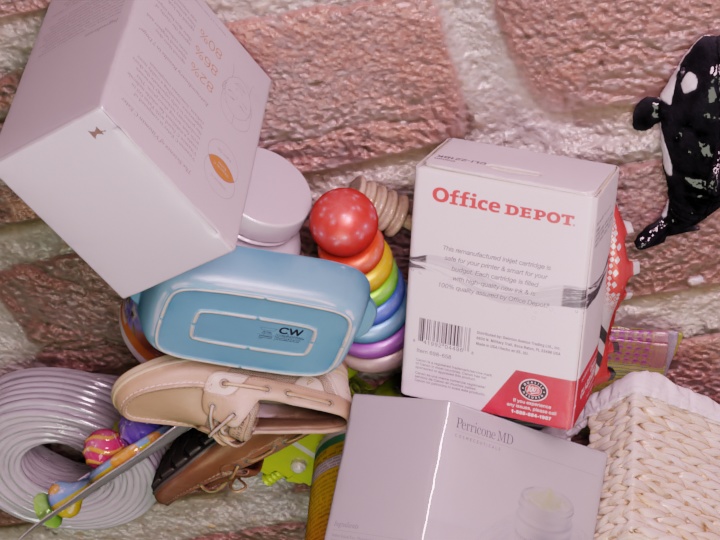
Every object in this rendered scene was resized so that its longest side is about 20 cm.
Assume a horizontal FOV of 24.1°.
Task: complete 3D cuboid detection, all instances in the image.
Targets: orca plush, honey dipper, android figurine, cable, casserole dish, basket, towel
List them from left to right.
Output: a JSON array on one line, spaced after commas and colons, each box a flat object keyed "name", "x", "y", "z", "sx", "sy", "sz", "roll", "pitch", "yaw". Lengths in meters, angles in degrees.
[{"name": "cable", "x": -0.279, "y": 0.175, "z": 1.617, "sx": 0.200, "sy": 0.069, "sz": 0.200, "roll": 11, "pitch": 135, "yaw": -3}, {"name": "casserole dish", "x": -0.084, "y": 0.036, "z": 1.325, "sx": 0.200, "sy": 0.039, "sz": 0.121, "roll": 9, "pitch": 138, "yaw": -13}, {"name": "android figurine", "x": -0.045, "y": 0.140, "z": 1.574, "sx": 0.182, "sy": 0.041, "sz": 0.200, "roll": 36, "pitch": 126, "yaw": -25}, {"name": "honey dipper", "x": 0.079, "y": -0.024, "z": 1.401, "sx": 0.200, "sy": 0.038, "sz": 0.038, "roll": 23, "pitch": 133, "yaw": -18}, {"name": "towel", "x": 0.179, "y": 0.093, "z": 1.510, "sx": 0.200, "sy": 0.023, "sz": 0.144, "roll": 5, "pitch": 135, "yaw": 3}, {"name": "basket", "x": 0.261, "y": 0.219, "z": 1.498, "sx": 0.200, "sy": 0.161, "sz": 0.198, "roll": 24, "pitch": 143, "yaw": -20}, {"name": "orca plush", "x": 0.254, "y": -0.081, "z": 1.294, "sx": 0.105, "sy": 0.071, "sz": 0.200, "roll": 16, "pitch": 134, "yaw": -8}]

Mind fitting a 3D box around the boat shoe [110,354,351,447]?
[{"name": "boat shoe", "x": -0.104, "y": 0.108, "z": 1.392, "sx": 0.200, "sy": 0.065, "sz": 0.071, "roll": -4, "pitch": 142, "yaw": -10}]

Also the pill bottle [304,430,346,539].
[{"name": "pill bottle", "x": 0.006, "y": 0.243, "z": 1.496, "sx": 0.113, "sy": 0.200, "sz": 0.113, "roll": 3, "pitch": 138, "yaw": 3}]

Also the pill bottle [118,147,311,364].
[{"name": "pill bottle", "x": -0.118, "y": -0.006, "z": 1.389, "sx": 0.112, "sy": 0.112, "sz": 0.200, "roll": 22, "pitch": 133, "yaw": -13}]

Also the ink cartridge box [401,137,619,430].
[{"name": "ink cartridge box", "x": 0.117, "y": 0.008, "z": 1.328, "sx": 0.144, "sy": 0.084, "sz": 0.200, "roll": 11, "pitch": 116, "yaw": 17}]

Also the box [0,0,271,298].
[{"name": "box", "x": -0.162, "y": -0.110, "z": 1.232, "sx": 0.106, "sy": 0.200, "sz": 0.152, "roll": -23, "pitch": 126, "yaw": 27}]

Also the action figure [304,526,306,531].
[{"name": "action figure", "x": 0.037, "y": 0.257, "z": 1.637, "sx": 0.193, "sy": 0.200, "sz": 0.105, "roll": -4, "pitch": 96, "yaw": -13}]

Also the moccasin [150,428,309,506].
[{"name": "moccasin", "x": -0.110, "y": 0.161, "z": 1.529, "sx": 0.201, "sy": 0.074, "sz": 0.078, "roll": -36, "pitch": 112, "yaw": 22}]

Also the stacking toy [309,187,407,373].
[{"name": "stacking toy", "x": 0.000, "y": 0.000, "z": 1.374, "sx": 0.085, "sy": 0.085, "sz": 0.200, "roll": -1, "pitch": 146, "yaw": 9}]

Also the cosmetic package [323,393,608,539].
[{"name": "cosmetic package", "x": 0.083, "y": 0.220, "z": 1.377, "sx": 0.199, "sy": 0.200, "sz": 0.123, "roll": 21, "pitch": 164, "yaw": -39}]

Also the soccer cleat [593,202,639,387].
[{"name": "soccer cleat", "x": 0.175, "y": 0.020, "z": 1.390, "sx": 0.085, "sy": 0.069, "sz": 0.200, "roll": -7, "pitch": 129, "yaw": -11}]

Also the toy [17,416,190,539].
[{"name": "toy", "x": -0.218, "y": 0.161, "z": 1.496, "sx": 0.200, "sy": 0.115, "sz": 0.047, "roll": -39, "pitch": 86, "yaw": 23}]
